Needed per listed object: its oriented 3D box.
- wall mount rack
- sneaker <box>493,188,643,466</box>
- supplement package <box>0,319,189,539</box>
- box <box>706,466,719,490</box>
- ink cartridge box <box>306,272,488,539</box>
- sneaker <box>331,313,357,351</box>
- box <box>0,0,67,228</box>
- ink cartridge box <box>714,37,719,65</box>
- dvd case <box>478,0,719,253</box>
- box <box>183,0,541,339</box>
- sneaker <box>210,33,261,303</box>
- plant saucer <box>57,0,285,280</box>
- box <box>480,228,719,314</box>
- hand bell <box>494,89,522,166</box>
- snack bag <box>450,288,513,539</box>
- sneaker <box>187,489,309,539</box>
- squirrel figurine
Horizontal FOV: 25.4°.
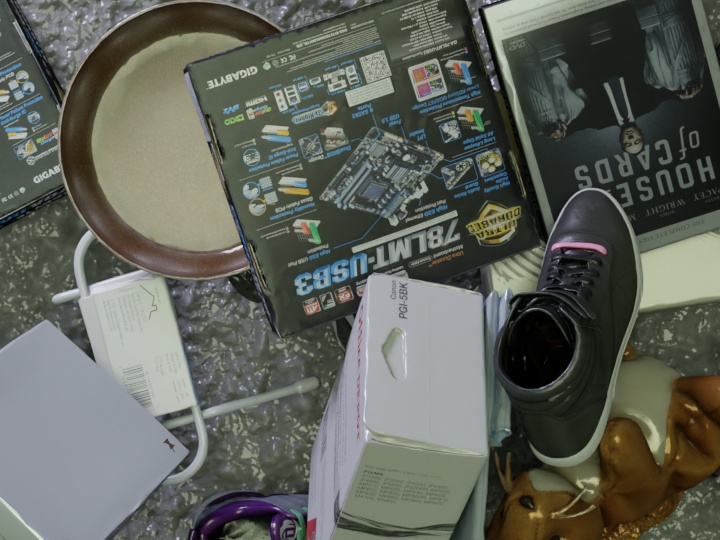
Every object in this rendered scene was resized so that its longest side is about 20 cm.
[{"bbox_3d":[-0.132,0.053,1.202,0.173,0.075,0.201,-16,88,4],"label":"wall mount rack"},{"bbox_3d":[0.138,0.018,1.042,0.071,0.099,0.200,2,63,22],"label":"sneaker"},{"bbox_3d":[-0.261,0.176,1.107,0.147,0.191,0.200,42,114,1],"label":"supplement package"},{"bbox_3d":[0.333,0.088,1.168,0.060,0.117,0.200,37,91,4],"label":"box"},{"bbox_3d":[0.022,0.124,1.084,0.083,0.200,0.147,10,46,-8],"label":"ink cartridge box"},{"bbox_3d":[0.000,0.000,1.188,0.066,0.091,0.201,-15,88,1],"label":"sneaker"},{"bbox_3d":[-0.321,-0.099,1.218,0.200,0.046,0.159,-28,88,0],"label":"box"},{"bbox_3d":[0.358,-0.144,1.148,0.199,0.165,0.075,-6,83,0],"label":"ink cartridge box"},{"bbox_3d":[0.182,-0.110,1.119,0.150,0.025,0.200,-18,102,1],"label":"dvd case"},{"bbox_3d":[0.002,-0.078,1.102,0.200,0.050,0.199,-20,100,-7],"label":"box"},{"bbox_3d":[-0.071,-0.075,1.196,0.075,0.077,0.201,-2,87,3],"label":"sneaker"},{"bbox_3d":[-0.116,-0.093,1.146,0.200,0.032,0.201,0,89,5],"label":"plant saucer"},{"bbox_3d":[0.192,0.001,1.190,0.199,0.082,0.069,-9,87,-1],"label":"box"},{"bbox_3d":[0.146,-0.081,1.201,0.200,0.104,0.104,22,89,-10],"label":"hand bell"},{"bbox_3d":[0.071,0.135,1.107,0.021,0.189,0.200,9,66,-8],"label":"snack bag"},{"bbox_3d":[-0.028,0.197,1.184,0.199,0.088,0.075,-5,88,1],"label":"sneaker"},{"bbox_3d":[0.163,0.159,1.127,0.141,0.200,0.187,29,63,23],"label":"squirrel figurine"}]
